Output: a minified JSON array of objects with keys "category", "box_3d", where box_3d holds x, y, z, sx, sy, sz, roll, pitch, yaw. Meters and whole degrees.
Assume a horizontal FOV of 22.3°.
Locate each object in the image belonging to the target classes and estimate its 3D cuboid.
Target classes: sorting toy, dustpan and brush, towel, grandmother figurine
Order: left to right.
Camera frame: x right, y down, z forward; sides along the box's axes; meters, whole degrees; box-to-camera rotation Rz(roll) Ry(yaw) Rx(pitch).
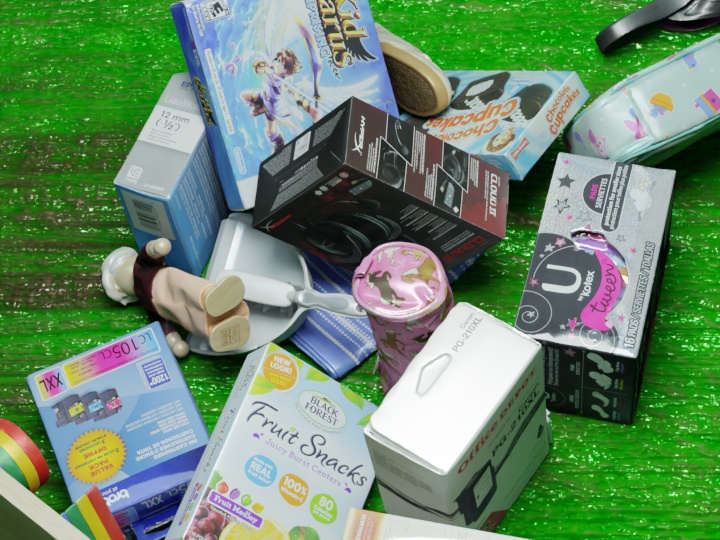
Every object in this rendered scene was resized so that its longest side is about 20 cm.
[{"category":"sorting toy","box_3d":[-0.269,0.225,1.549,0.200,0.199,0.070,33,55,25]},{"category":"grandmother figurine","box_3d":[-0.178,0.023,1.710,0.060,0.122,0.200,-12,22,-36]},{"category":"dustpan and brush","box_3d":[-0.069,0.023,1.691,0.200,0.057,0.140,12,80,23]},{"category":"towel","box_3d":[0.000,0.000,1.751,0.200,0.024,0.145,-41,62,-17]}]

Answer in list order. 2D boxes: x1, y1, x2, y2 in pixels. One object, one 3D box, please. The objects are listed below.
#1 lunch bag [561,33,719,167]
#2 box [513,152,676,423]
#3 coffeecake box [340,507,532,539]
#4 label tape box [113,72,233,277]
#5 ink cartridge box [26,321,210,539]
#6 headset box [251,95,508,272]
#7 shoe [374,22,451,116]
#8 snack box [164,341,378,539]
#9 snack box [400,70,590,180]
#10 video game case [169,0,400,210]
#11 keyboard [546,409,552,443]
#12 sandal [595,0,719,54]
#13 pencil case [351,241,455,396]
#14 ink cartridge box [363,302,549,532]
[{"category":"lunch bag","box_3d":[0.295,-0.152,1.728,0.200,0.160,0.077,-26,83,-10]},{"category":"box","box_3d":[0.209,0.014,1.646,0.115,0.132,0.200,9,60,12]},{"category":"coffeecake box","box_3d":[0.087,0.272,1.487,0.200,0.154,0.073,8,59,14]},{"category":"label tape box","box_3d":[-0.157,-0.114,1.774,0.066,0.143,0.200,14,61,16]},{"category":"ink cartridge box","box_3d":[-0.203,0.164,1.647,0.136,0.076,0.200,-24,59,-7]},{"category":"headset box","box_3d":[0.026,-0.060,1.652,0.200,0.149,0.077,25,55,-29]},{"category":"shoe","box_3d":[0.040,-0.208,1.818,0.053,0.070,0.200,-31,33,-17]},{"category":"snack box","box_3d":[-0.068,0.184,1.586,0.142,0.053,0.200,33,60,-17]},{"category":"snack box","box_3d":[0.114,-0.142,1.757,0.200,0.037,0.116,8,52,52]},{"category":"video game case","box_3d":[-0.063,-0.178,1.712,0.181,0.200,0.045,-21,12,-24]},{"category":"keyboard","box_3d":[0.105,0.078,1.657,0.011,0.056,0.200,-37,65,-16]},{"category":"sandal","box_3d":[0.334,-0.262,1.851,0.200,0.075,0.048,-28,83,-1]},{"category":"pencil case","box_3d":[0.045,0.055,1.604,0.086,0.200,0.083,-16,57,-1]},{"category":"ink cartridge box","box_3d":[0.086,0.143,1.542,0.084,0.200,0.145,28,66,23]}]
